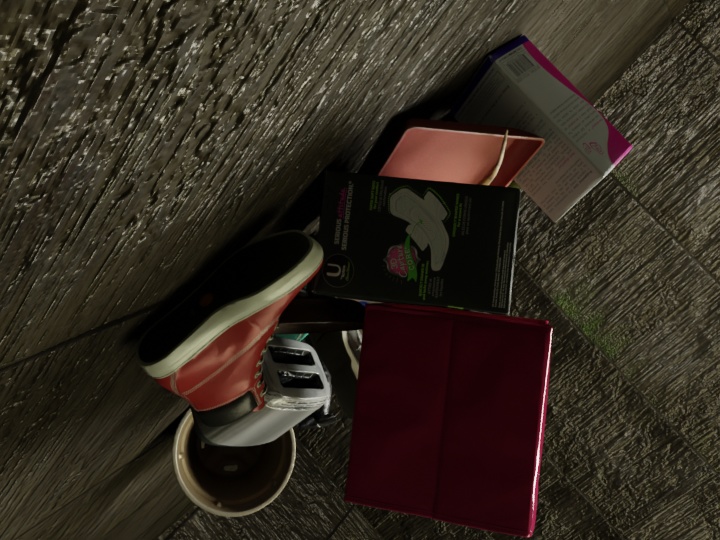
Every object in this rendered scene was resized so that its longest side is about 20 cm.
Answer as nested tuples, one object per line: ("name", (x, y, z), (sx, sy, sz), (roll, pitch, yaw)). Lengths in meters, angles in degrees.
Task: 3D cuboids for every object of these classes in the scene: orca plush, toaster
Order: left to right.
("toaster", (-0.131, 0.164, 0.963), (0.128, 0.115, 0.199), (-33, 153, 22))
("orca plush", (-0.093, 0.138, 1.080), (0.103, 0.203, 0.071), (-12, 148, 16))

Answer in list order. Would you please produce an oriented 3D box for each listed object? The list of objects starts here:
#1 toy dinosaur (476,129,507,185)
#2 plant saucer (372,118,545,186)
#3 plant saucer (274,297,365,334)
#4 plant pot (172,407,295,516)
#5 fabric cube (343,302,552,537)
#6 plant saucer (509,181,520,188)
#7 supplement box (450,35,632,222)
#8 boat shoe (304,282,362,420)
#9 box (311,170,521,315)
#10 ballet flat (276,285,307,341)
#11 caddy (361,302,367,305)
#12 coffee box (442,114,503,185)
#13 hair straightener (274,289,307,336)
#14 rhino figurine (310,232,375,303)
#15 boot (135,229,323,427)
("toy dinosaur", (0.109, -0.075, 0.856), (0.197, 0.061, 0.106), (-26, 150, 17))
("plant saucer", (0.095, -0.116, 0.877), (0.196, 0.037, 0.200), (-2, 149, -28))
("plant saucer", (-0.077, 0.054, 0.823), (0.196, 0.033, 0.200), (-1, 172, 0))
("plant pot", (-0.222, 0.301, 1.222), (0.200, 0.201, 0.183), (-41, -177, -16))
("fabric cube", (0.105, 0.147, 0.783), (0.196, 0.196, 0.204), (12, 85, -75))
("plant saucer", (0.189, -0.085, 1.124), (0.202, 0.031, 0.200), (-56, -174, 8))
("supplement box", (0.228, -0.180, 0.900), (0.101, 0.200, 0.104), (-36, 169, -40))
("boat shoe", (-0.016, 0.095, 0.946), (0.068, 0.204, 0.074), (-7, 164, -44))
("box", (0.061, -0.024, 0.757), (0.149, 0.196, 0.127), (28, 69, -82))
("ballet flat", (-0.064, 0.025, 1.024), (0.200, 0.067, 0.071), (-49, -165, 30))
("caddy", (0.001, 0.025, 1.147), (0.140, 0.107, 0.199), (-17, 169, -41))
("coffee box", (0.194, -0.188, 1.009), (0.199, 0.114, 0.080), (-39, 171, -36))
("hair straightener", (-0.116, 0.059, 0.961), (0.076, 0.041, 0.201), (-20, 154, -29))
("rhino figurine", (0.000, 0.000, 0.914), (0.197, 0.059, 0.089), (14, 88, -37))
("boot", (-0.100, 0.063, 0.699), (0.199, 0.072, 0.145), (-38, 132, -4))
